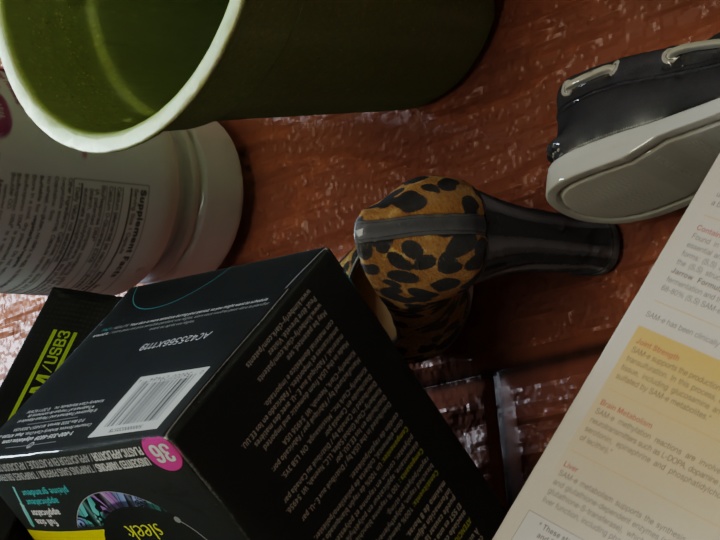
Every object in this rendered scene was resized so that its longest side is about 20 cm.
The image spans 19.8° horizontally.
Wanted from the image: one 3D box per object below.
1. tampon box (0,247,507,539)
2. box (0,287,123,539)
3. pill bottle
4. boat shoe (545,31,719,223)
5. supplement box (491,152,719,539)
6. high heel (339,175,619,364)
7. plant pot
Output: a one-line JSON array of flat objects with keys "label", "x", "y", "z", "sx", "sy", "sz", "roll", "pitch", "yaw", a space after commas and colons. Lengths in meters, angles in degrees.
[{"label": "tampon box", "x": -0.041, "y": 0.113, "z": 0.919, "sx": 0.150, "sy": 0.126, "sz": 0.200, "roll": -12, "pitch": 119, "yaw": 47}, {"label": "box", "x": -0.154, "y": 0.144, "z": 1.024, "sx": 0.047, "sy": 0.193, "sz": 0.200, "roll": 9, "pitch": 134, "yaw": 13}, {"label": "pill bottle", "x": -0.167, "y": -0.045, "z": 1.070, "sx": 0.113, "sy": 0.200, "sz": 0.114, "roll": -5, "pitch": 83, "yaw": 46}, {"label": "boat shoe", "x": 0.160, "y": -0.074, "z": 0.830, "sx": 0.200, "sy": 0.074, "sz": 0.061, "roll": -20, "pitch": 58, "yaw": 41}, {"label": "supplement box", "x": 0.152, "y": 0.063, "z": 0.773, "sx": 0.126, "sy": 0.073, "sz": 0.200, "roll": 26, "pitch": 82, "yaw": 45}, {"label": "high heel", "x": 0.000, "y": 0.000, "z": 0.940, "sx": 0.200, "sy": 0.142, "sz": 0.072, "roll": -19, "pitch": 73, "yaw": 45}, {"label": "plant pot", "x": -0.040, "y": -0.147, "z": 0.961, "sx": 0.200, "sy": 0.190, "sz": 0.201, "roll": -4, "pitch": 85, "yaw": 46}]
